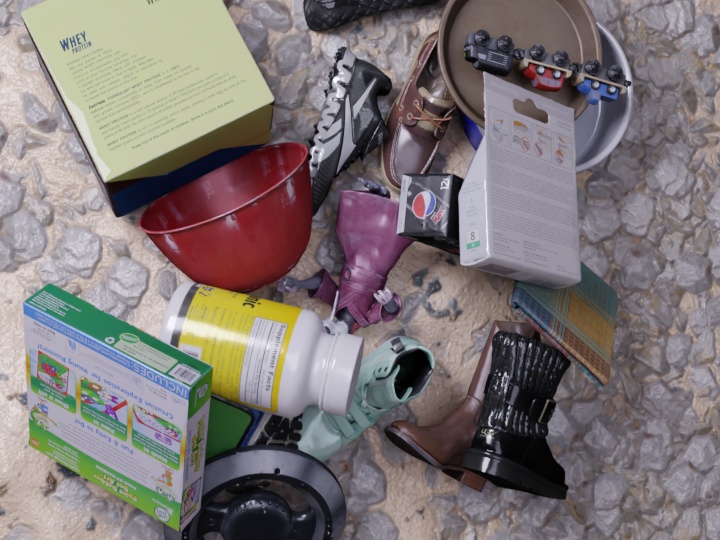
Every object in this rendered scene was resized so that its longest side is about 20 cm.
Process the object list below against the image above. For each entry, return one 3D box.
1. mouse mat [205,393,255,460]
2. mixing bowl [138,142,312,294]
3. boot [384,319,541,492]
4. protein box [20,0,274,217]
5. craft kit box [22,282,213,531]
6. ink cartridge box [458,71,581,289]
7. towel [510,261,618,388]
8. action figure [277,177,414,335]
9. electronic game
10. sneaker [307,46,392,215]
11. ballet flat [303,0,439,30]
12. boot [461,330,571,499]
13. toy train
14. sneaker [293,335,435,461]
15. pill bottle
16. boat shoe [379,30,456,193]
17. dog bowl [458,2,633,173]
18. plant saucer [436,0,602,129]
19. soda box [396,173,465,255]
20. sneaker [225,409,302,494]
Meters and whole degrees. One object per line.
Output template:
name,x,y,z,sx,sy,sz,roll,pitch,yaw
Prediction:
mouse mat,-0.210,0.175,1.203,0.159,0.201,0.008,24,43,-8
mixing bowl,-0.128,-0.045,1.236,0.198,0.200,0.110,-27,112,-12
boot,0.125,0.130,1.297,0.186,0.064,0.202,34,80,-46
protein box,-0.223,-0.203,1.227,0.196,0.135,0.202,-27,82,-12
craft kit box,-0.242,0.137,1.131,0.198,0.200,0.049,25,37,17
ink cartridge box,0.171,-0.092,1.233,0.159,0.050,0.204,13,69,-42
towel,0.233,0.035,1.306,0.146,0.201,0.022,41,120,-7
action figure,0.000,0.000,1.308,0.132,0.149,0.203,23,101,19
electronic game,-0.112,0.269,1.232,0.196,0.042,0.203,-5,121,-9
sneaker,-0.014,-0.151,1.316,0.089,0.066,0.203,19,80,-7
ballet flat,0.024,-0.328,1.355,0.197,0.057,0.067,-13,61,-17
boot,0.193,0.166,1.282,0.078,0.211,0.160,9,75,30
toy train,0.208,-0.222,1.275,0.197,0.034,0.047,13,86,-10
sneaker,-0.003,0.144,1.269,0.200,0.118,0.074,-41,95,-10
pill bottle,-0.100,0.087,1.171,0.197,0.111,0.113,14,83,5
boat shoe,0.076,-0.190,1.334,0.071,0.072,0.203,21,82,-9
dog bowl,0.218,-0.208,1.362,0.196,0.079,0.204,1,85,-12
plant saucer,0.179,-0.247,1.303,0.196,0.029,0.204,1,86,-12
soda box,0.115,-0.056,1.275,0.062,0.199,0.072,3,83,31
sneaker,-0.110,0.148,1.269,0.078,0.088,0.203,33,74,-52
